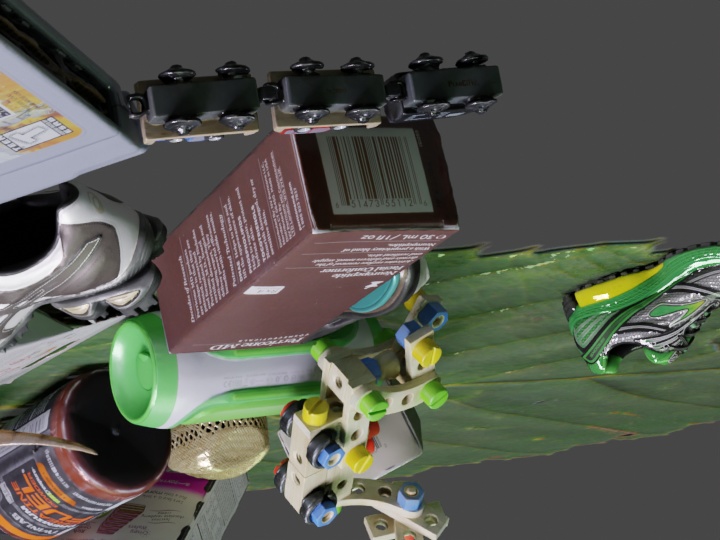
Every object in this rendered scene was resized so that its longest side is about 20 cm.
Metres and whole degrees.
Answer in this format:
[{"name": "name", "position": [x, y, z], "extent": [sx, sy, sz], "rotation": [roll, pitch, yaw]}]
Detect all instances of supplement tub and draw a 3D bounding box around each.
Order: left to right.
[{"name": "supplement tub", "position": [-0.248, 0.160, 1.179], "extent": [0.106, 0.108, 0.199], "rotation": [2, 157, -42]}]

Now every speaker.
[{"name": "speaker", "position": [-0.080, 0.067, 1.053], "extent": [0.198, 0.089, 0.088], "rotation": [-2, 160, -36]}]

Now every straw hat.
[{"name": "straw hat", "position": [-0.127, 0.136, 1.233], "extent": [0.199, 0.086, 0.201], "rotation": [-12, 162, -4]}]

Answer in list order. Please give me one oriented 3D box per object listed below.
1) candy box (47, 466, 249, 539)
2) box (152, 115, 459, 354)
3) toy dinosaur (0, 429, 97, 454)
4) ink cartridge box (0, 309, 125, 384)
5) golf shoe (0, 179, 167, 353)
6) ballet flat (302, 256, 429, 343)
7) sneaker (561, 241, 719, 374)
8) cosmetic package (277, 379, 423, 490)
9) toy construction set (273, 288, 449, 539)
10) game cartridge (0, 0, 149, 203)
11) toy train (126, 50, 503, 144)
[{"name": "candy box", "position": [-0.195, 0.227, 1.256], "extent": [0.135, 0.062, 0.200], "rotation": [-1, -148, 20]}, {"name": "box", "position": [-0.040, -0.017, 0.846], "extent": [0.099, 0.076, 0.200], "rotation": [-3, 162, -32]}, {"name": "toy dinosaur", "position": [-0.302, 0.118, 1.041], "extent": [0.198, 0.061, 0.106], "rotation": [4, -158, 37]}, {"name": "ink cartridge box", "position": [-0.273, 0.056, 0.972], "extent": [0.160, 0.050, 0.199], "rotation": [-26, 178, 34]}, {"name": "golf shoe", "position": [-0.208, -0.002, 0.789], "extent": [0.198, 0.078, 0.095], "rotation": [-21, 144, 17]}, {"name": "ballet flat", "position": [0.000, 0.000, 0.956], "extent": [0.068, 0.069, 0.200], "rotation": [-15, 176, -30]}, {"name": "sneaker", "position": [0.276, 0.033, 1.224], "extent": [0.199, 0.086, 0.078], "rotation": [-23, 160, 26]}, {"name": "cosmetic package", "position": [-0.005, 0.134, 1.225], "extent": [0.103, 0.074, 0.200], "rotation": [-27, -179, 1]}, {"name": "toy construction set", "position": [0.008, 0.119, 1.037], "extent": [0.130, 0.092, 0.202], "rotation": [-23, 125, -30]}, {"name": "game cartridge", "position": [-0.189, -0.072, 0.619], "extent": [0.132, 0.042, 0.200], "rotation": [-21, 162, 10]}, {"name": "toy train", "position": [-0.022, -0.086, 0.713], "extent": [0.198, 0.035, 0.046], "rotation": [-7, 174, -25]}]
